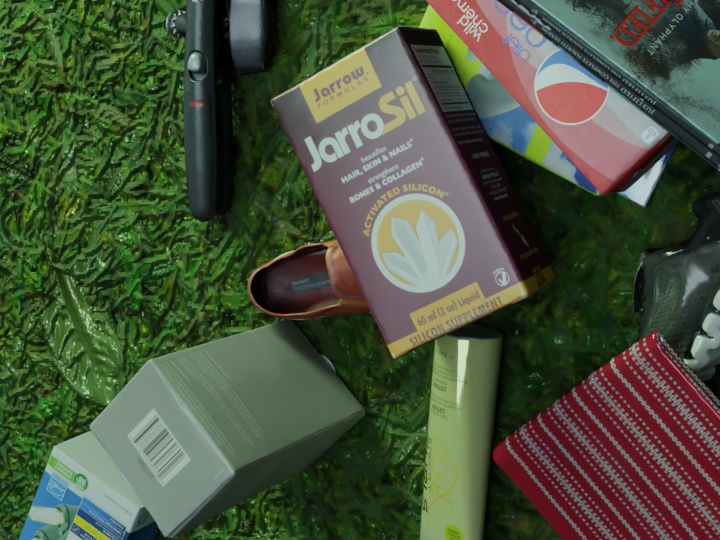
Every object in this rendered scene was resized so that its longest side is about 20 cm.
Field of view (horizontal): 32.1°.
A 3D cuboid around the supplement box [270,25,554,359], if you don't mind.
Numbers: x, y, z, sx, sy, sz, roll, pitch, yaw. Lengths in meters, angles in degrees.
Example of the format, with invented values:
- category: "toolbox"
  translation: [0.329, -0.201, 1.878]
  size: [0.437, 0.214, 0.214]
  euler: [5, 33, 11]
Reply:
- category: "supplement box"
  translation: [0.038, -0.056, 0.874]
  size: [0.110, 0.086, 0.201]
  euler: [-27, 88, 23]

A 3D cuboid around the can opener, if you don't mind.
- category: "can opener"
  translation: [-0.119, -0.139, 1.006]
  size: [0.078, 0.063, 0.201]
  euler: [12, 101, 24]

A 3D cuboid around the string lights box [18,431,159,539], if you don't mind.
- category: "string lights box"
  translation: [-0.252, 0.259, 1.126]
  size: [0.103, 0.059, 0.201]
  euler: [30, 109, 19]

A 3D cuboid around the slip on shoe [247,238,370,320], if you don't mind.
- category: "slip on shoe"
  translation: [0.000, 0.000, 0.966]
  size: [0.199, 0.061, 0.074]
  euler: [-13, 89, 26]

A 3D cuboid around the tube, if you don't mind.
- category: "tube"
  translation: [0.074, 0.142, 0.952]
  size: [0.052, 0.058, 0.201]
  euler: [6, 102, 9]

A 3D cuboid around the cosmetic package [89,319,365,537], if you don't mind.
- category: "cosmetic package"
  translation: [-0.094, 0.112, 0.951]
  size: [0.090, 0.200, 0.107]
  euler: [-45, 74, 22]

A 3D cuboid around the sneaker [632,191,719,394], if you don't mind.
- category: "sneaker"
  translation: [0.219, 0.031, 0.860]
  size: [0.091, 0.066, 0.200]
  euler: [47, 123, 31]

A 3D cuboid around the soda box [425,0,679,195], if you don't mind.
- category: "soda box"
  translation: [0.126, -0.145, 0.829]
  size: [0.070, 0.063, 0.200]
  euler: [-46, 76, 23]

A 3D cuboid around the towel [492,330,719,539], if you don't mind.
- category: "towel"
  translation: [0.188, 0.139, 0.859]
  size: [0.145, 0.022, 0.200]
  euler: [49, 139, 6]

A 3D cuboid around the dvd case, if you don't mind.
- category: "dvd case"
  translation: [0.183, -0.169, 0.796]
  size: [0.200, 0.146, 0.022]
  euler: [40, 147, 6]

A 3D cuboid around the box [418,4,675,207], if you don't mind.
- category: "box"
  translation: [0.135, -0.141, 0.888]
  size: [0.200, 0.048, 0.122]
  euler: [31, 110, 21]
